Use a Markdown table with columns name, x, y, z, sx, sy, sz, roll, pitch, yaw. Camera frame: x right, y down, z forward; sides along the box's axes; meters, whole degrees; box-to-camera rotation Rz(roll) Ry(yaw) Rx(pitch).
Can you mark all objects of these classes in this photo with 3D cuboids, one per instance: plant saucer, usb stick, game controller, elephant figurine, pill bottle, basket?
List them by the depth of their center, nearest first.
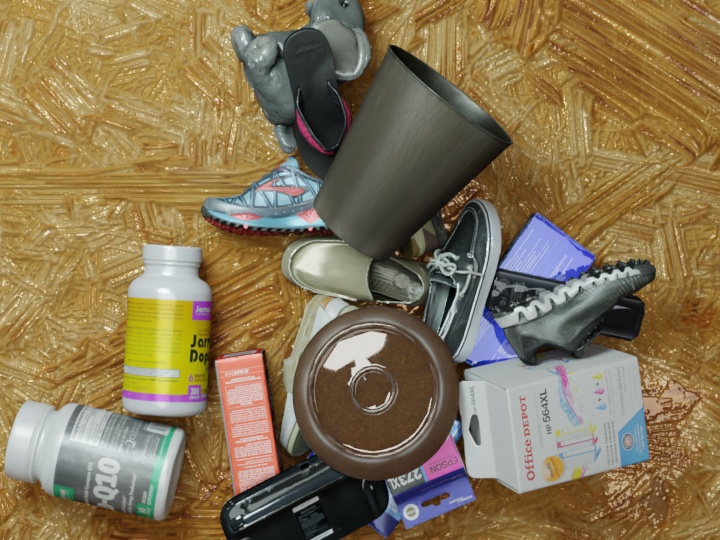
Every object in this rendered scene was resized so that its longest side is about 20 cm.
| name | x | y | z | sx | sy | sz | roll | pitch | yaw |
| --- | --- | --- | --- | --- | --- | --- | --- | --- | --- |
| basket | 0.047 | -0.123 | 1.449 | 0.180 | 0.136 | 0.201 | 39 | 108 | 7 |
| plant saucer | 0.015 | 0.140 | 1.458 | 0.197 | 0.034 | 0.203 | -2 | 79 | 8 |
| game controller | -0.063 | 0.280 | 1.478 | 0.198 | 0.042 | 0.105 | -25 | 108 | -12 |
| elephant figurine | -0.046 | -0.274 | 1.522 | 0.198 | 0.156 | 0.142 | -26 | 47 | -6 |
| pill bottle | -0.319 | 0.226 | 1.527 | 0.197 | 0.113 | 0.115 | 13 | 90 | 0 |
| usb stick | 0.247 | 0.041 | 1.530 | 0.197 | 0.033 | 0.056 | 12 | 97 | -2 |
| pill bottle | -0.233 | 0.071 | 1.532 | 0.103 | 0.104 | 0.203 | 3 | 90 | 0 |

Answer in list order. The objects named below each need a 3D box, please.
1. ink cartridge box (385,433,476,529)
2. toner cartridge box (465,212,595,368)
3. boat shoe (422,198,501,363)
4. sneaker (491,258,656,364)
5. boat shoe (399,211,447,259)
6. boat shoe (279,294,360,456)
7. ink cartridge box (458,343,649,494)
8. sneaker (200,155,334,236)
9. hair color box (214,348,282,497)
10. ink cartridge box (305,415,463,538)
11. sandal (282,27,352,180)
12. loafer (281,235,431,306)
| name | x | y | z | sx | sy | sz | roll | pitch | yaw |
| --- | --- | --- | --- | --- | --- | --- | --- | --- | --- |
| ink cartridge box | 0.059 | 0.198 | 1.495 | 0.094 | 0.037 | 0.202 | -22 | 91 | 0 |
| toner cartridge box | 0.195 | 0.037 | 1.565 | 0.095 | 0.043 | 0.201 | 36 | 90 | 0 |
| boat shoe | 0.112 | 0.006 | 1.513 | 0.068 | 0.073 | 0.202 | 18 | 87 | -37 |
| sneaker | 0.260 | 0.052 | 1.483 | 0.198 | 0.066 | 0.092 | -21 | 95 | 3 |
| boat shoe | 0.060 | -0.117 | 1.557 | 0.065 | 0.072 | 0.204 | -10 | 83 | -25 |
| boat shoe | -0.059 | 0.127 | 1.555 | 0.068 | 0.074 | 0.202 | 26 | 98 | 28 |
| ink cartridge box | 0.219 | 0.174 | 1.492 | 0.197 | 0.125 | 0.130 | -12 | 99 | -18 |
| sneaker | -0.098 | -0.092 | 1.555 | 0.197 | 0.079 | 0.097 | -1 | 84 | -10 |
| hair color box | -0.131 | 0.201 | 1.534 | 0.060 | 0.102 | 0.203 | -8 | 91 | -2 |
| ink cartridge box | 0.019 | 0.229 | 1.549 | 0.136 | 0.076 | 0.201 | 36 | 91 | 0 |
| sandal | -0.045 | -0.183 | 1.473 | 0.074 | 0.045 | 0.202 | -19 | 122 | -5 |
| loafer | 0.000 | 0.000 | 1.551 | 0.197 | 0.068 | 0.077 | 8 | 90 | 0 |
